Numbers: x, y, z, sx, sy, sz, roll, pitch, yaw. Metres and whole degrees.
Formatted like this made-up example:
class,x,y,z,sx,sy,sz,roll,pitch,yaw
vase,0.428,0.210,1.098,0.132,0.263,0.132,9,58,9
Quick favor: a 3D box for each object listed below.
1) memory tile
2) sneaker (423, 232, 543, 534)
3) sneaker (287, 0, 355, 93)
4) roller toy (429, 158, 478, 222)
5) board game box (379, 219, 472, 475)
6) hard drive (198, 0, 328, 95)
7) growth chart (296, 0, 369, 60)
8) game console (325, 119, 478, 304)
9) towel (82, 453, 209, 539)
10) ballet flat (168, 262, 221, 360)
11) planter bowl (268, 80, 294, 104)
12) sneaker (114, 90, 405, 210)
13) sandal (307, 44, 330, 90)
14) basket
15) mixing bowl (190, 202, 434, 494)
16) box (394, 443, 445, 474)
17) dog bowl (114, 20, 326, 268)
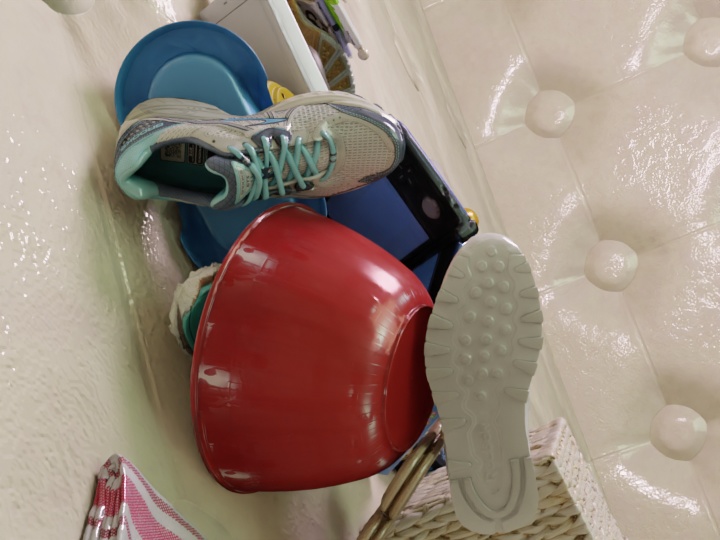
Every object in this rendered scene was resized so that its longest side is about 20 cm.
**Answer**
class,x,y,z,sx,sy,sz,roll,pitch,yaw
memory tile,0.020,0.177,0.674,0.017,0.154,0.200,33,7,11
sneaker,0.081,0.071,0.622,0.081,0.076,0.202,-71,161,-75
sneaker,-0.075,-0.245,0.980,0.200,0.075,0.088,54,-1,-34
roller toy,0.079,-0.037,1.131,0.183,0.139,0.201,59,9,-33
board game box,0.050,0.068,0.840,0.036,0.200,0.152,16,43,-22
hard drive,-0.078,-0.173,0.880,0.132,0.027,0.201,-6,-67,59
growth chart,-0.066,-0.271,1.013,0.199,0.018,0.145,12,-36,55
game console,0.000,0.000,0.786,0.118,0.200,0.171,-35,89,-31
towel,-0.091,0.206,0.452,0.147,0.030,0.201,58,18,-36
ballet flat,-0.087,0.038,0.664,0.200,0.071,0.072,45,27,-60
planter bowl,-0.084,-0.101,0.803,0.201,0.083,0.201,58,17,-30
sneaker,-0.068,-0.069,0.618,0.087,0.198,0.078,-90,177,-61
sandal,-0.030,-0.135,0.926,0.081,0.054,0.201,19,-47,49
basket,0.134,0.253,0.842,0.162,0.199,0.198,67,15,6
mixing bowl,-0.012,0.062,0.613,0.200,0.108,0.202,-33,128,-57
box,0.050,0.130,1.010,0.159,0.046,0.201,50,23,-48
dog bowl,-0.101,-0.086,0.689,0.050,0.111,0.201,-106,170,-76
